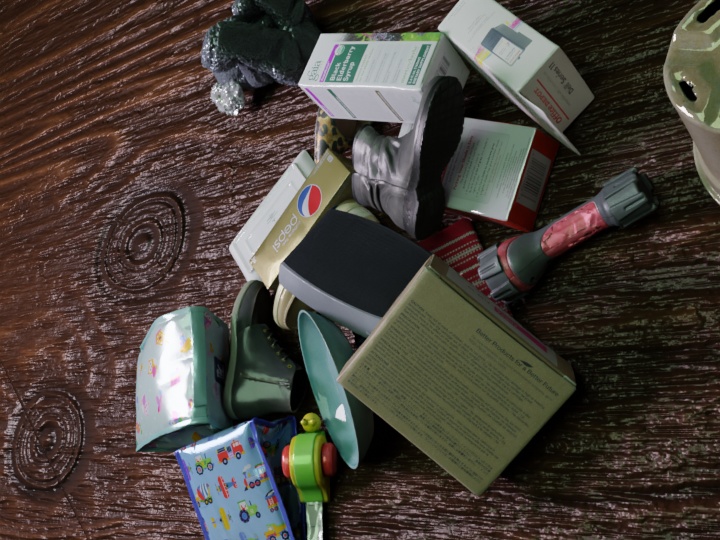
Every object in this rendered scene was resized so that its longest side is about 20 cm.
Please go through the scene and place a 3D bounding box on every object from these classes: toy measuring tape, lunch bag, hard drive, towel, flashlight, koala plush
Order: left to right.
[{"bbox_3d":[-0.244,0.157,1.237,0.200,0.121,0.172,-40,50,56],"label":"lunch bag"},{"bbox_3d":[-0.146,0.312,1.165,0.150,0.094,0.202,-25,71,30],"label":"lunch bag"},{"bbox_3d":[-0.168,-0.333,1.345,0.199,0.182,0.179,-24,51,57],"label":"koala plush"},{"bbox_3d":[-0.064,0.276,1.099,0.073,0.073,0.202,-18,63,36],"label":"toy measuring tape"},{"bbox_3d":[0.000,0.000,1.062,0.199,0.042,0.135,27,67,37],"label":"hard drive"},{"bbox_3d":[0.100,0.046,1.043,0.144,0.022,0.202,-28,58,14],"label":"towel"},{"bbox_3d":[0.221,-0.036,0.953,0.199,0.068,0.068,-33,57,31],"label":"flashlight"}]

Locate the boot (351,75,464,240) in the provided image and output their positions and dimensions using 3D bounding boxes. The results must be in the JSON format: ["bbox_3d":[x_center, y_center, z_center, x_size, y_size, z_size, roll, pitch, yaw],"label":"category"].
[{"bbox_3d":[0.043,-0.145,1.025,0.131,0.069,0.202,35,126,37],"label":"boot"}]

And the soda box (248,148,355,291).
[{"bbox_3d":[-0.066,-0.062,1.211,0.201,0.067,0.064,-54,51,15],"label":"soda box"}]

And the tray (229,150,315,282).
[{"bbox_3d":[-0.125,-0.075,1.298,0.200,0.022,0.108,-50,52,18],"label":"tray"}]

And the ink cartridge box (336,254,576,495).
[{"bbox_3d":[0.102,0.110,0.940,0.199,0.075,0.165,39,105,1],"label":"ink cartridge box"}]

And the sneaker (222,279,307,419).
[{"bbox_3d":[-0.121,0.107,1.220,0.105,0.075,0.202,-6,66,21],"label":"sneaker"}]

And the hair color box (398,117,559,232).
[{"bbox_3d":[0.128,-0.123,1.064,0.199,0.064,0.112,19,91,41],"label":"hair color box"}]

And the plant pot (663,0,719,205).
[{"bbox_3d":[0.365,-0.158,0.786,0.199,0.183,0.203,-14,68,38],"label":"plant pot"}]

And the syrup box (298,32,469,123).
[{"bbox_3d":[0.026,-0.239,1.094,0.199,0.081,0.079,13,73,38],"label":"syrup box"}]

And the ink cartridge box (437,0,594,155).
[{"bbox_3d":[0.189,-0.228,1.004,0.067,0.117,0.200,-47,52,10],"label":"ink cartridge box"}]

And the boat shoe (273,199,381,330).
[{"bbox_3d":[-0.044,0.003,1.173,0.201,0.072,0.065,-54,49,8],"label":"boat shoe"}]

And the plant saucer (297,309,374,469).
[{"bbox_3d":[-0.026,0.139,1.075,0.200,0.036,0.202,162,90,-75],"label":"plant saucer"}]

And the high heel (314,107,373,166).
[{"bbox_3d":[0.016,-0.217,1.181,0.142,0.071,0.202,22,83,49],"label":"high heel"}]

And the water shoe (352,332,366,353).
[{"bbox_3d":[0.025,0.093,1.077,0.071,0.079,0.201,-43,53,22],"label":"water shoe"}]
